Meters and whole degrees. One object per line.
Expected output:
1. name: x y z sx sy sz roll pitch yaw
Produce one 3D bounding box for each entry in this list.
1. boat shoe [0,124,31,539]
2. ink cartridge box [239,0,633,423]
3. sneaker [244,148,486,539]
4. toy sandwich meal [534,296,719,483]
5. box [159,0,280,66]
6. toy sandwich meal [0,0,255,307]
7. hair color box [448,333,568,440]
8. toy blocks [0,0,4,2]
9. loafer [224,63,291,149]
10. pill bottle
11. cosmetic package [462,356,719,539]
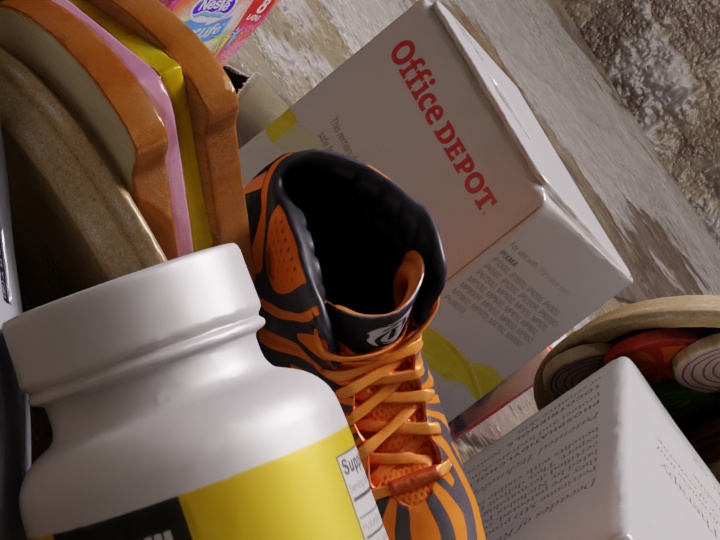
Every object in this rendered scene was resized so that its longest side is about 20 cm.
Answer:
1. boat shoe: -0.152 0.018 0.676 0.071 0.070 0.200 82 0 -79
2. ink cartridge box: 0.000 0.000 0.899 0.083 0.200 0.145 37 19 -45
3. sneaker: 0.002 0.048 0.758 0.200 0.077 0.112 65 -19 7
4. toy sandwich meal: 0.182 0.088 1.012 0.205 0.205 0.070 41 47 -40
5. box: -0.142 -0.178 0.993 0.200 0.103 0.095 48 18 17
6. toy sandwich meal: -0.089 -0.020 0.781 0.205 0.070 0.205 50 -20 26
7. hair color box: 0.019 -0.002 1.144 0.200 0.111 0.064 55 16 4
8. toy blocks: -0.153 -0.180 0.856 0.100 0.137 0.200 12 -17 34
9. loafer: -0.054 -0.056 1.037 0.200 0.075 0.070 35 -9 39
10. pill bottle: -0.045 0.098 0.655 0.111 0.111 0.200 -18 88 -74
11. cosmetic package: 0.099 0.176 0.899 0.167 0.166 0.200 52 17 -10
